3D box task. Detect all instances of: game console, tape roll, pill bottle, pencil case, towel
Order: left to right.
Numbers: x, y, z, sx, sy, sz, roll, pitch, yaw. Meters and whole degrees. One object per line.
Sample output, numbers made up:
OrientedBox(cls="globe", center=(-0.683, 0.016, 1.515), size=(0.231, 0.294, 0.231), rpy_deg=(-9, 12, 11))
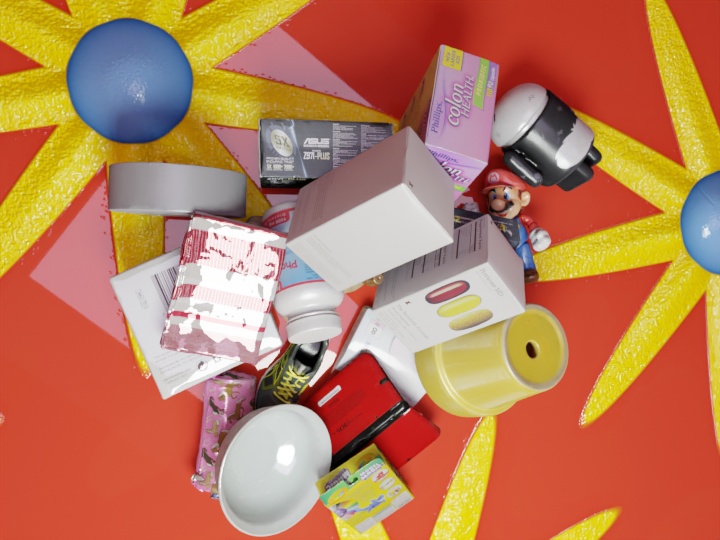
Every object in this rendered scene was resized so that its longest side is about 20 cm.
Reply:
OrientedBox(cls="tape roll", center=(-0.271, -0.116, 0.917), size=(0.198, 0.200, 0.067), rpy_deg=(2, 93, -9))
OrientedBox(cls="pencil case", center=(-0.222, 0.262, 1.002), size=(0.082, 0.086, 0.202), rpy_deg=(8, 91, 13))
OrientedBox(cls="towel", center=(-0.190, 0.029, 0.865), size=(0.143, 0.023, 0.202), rpy_deg=(12, 102, -22))
OrientedBox(cls="pill bottle", center=(-0.085, 0.003, 0.935), size=(0.108, 0.109, 0.202), rpy_deg=(-9, 72, -8))
OrientedBox(cls="game console", center=(0.003, 0.267, 1.048), size=(0.200, 0.119, 0.173), rpy_deg=(-41, 66, 10))

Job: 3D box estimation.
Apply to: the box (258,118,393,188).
OrientedBox(cls="box", center=(-0.060, -0.178, 0.965), size=(0.198, 0.164, 0.087), rpy_deg=(0, 93, -8))

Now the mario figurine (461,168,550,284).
OrientedBox(cls="mario figurine", center=(0.245, -0.073, 1.047), size=(0.122, 0.106, 0.202), rpy_deg=(-12, 96, -6))

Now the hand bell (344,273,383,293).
OrientedBox(cls="hand bell", center=(0.000, 0.000, 0.957), size=(0.103, 0.200, 0.105), rpy_deg=(-2, 98, -17))

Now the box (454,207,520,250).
OrientedBox(cls="box", center=(0.136, -0.033, 0.999), size=(0.198, 0.158, 0.051), rpy_deg=(11, 53, -8))

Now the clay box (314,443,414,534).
OrientedBox(cls="clay box", center=(0.007, 0.354, 0.997), size=(0.114, 0.048, 0.201), rpy_deg=(-33, 138, -4))

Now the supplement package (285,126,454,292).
OrientedBox(cls="supplement package", center=(0.016, -0.078, 0.843), size=(0.199, 0.122, 0.120), rpy_deg=(-24, 129, 32))

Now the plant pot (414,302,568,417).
OrientedBox(cls="plant pot", center=(0.216, 0.131, 0.979), size=(0.199, 0.189, 0.203), rpy_deg=(6, 76, -25))

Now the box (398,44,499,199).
OrientedBox(cls="box", center=(0.121, -0.202, 0.948), size=(0.096, 0.200, 0.178), rpy_deg=(15, 66, -9))

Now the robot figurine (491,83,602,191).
OrientedBox(cls="robot figurine", center=(0.310, -0.224, 1.042), size=(0.199, 0.151, 0.125), rpy_deg=(37, 116, -9))

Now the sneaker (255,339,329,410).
OrientedBox(cls="sneaker", center=(-0.115, 0.169, 1.012), size=(0.074, 0.085, 0.201), rpy_deg=(28, 87, -7))

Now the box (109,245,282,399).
OrientedBox(cls="box", center=(-0.250, 0.059, 0.963), size=(0.197, 0.131, 0.202), rpy_deg=(-24, 97, -7))

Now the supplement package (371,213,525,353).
OrientedBox(cls="supplement package", center=(0.133, 0.024, 0.927), size=(0.199, 0.110, 0.114), rpy_deg=(-26, 122, 32))

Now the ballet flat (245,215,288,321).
OrientedBox(cls="ballet flat", center=(-0.143, 0.006, 1.001), size=(0.068, 0.067, 0.201), rpy_deg=(-29, 91, 11))

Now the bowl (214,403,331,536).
OrientedBox(cls="bowl", center=(-0.149, 0.296, 0.956), size=(0.200, 0.090, 0.203), rpy_deg=(-5, 98, -40))

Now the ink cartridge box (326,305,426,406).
OrientedBox(cls="ink cartridge box", center=(0.035, 0.186, 1.056), size=(0.162, 0.057, 0.201), rpy_deg=(27, 84, -9))
